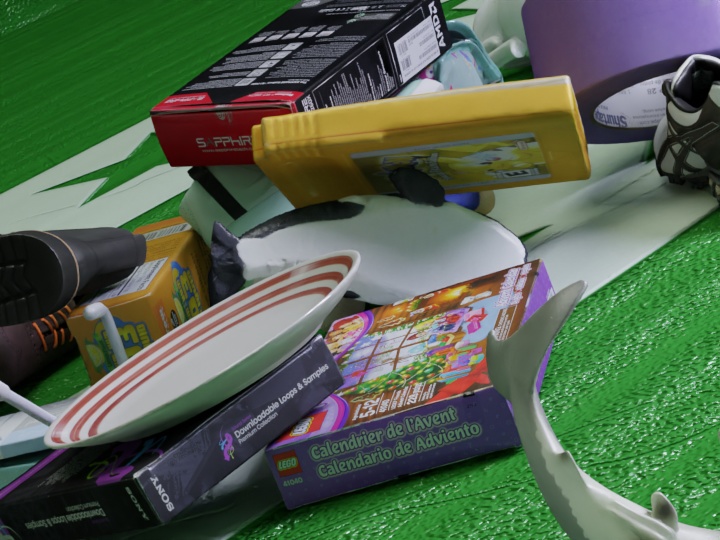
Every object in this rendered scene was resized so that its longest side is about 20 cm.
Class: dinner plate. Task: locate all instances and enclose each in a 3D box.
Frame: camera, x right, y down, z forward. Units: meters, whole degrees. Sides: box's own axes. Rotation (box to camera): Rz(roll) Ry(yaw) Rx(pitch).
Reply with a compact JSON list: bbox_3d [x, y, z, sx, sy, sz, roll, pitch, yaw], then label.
[{"bbox_3d":[-0.082,0.049,1.309,0.200,0.024,0.200,-28,9,5],"label":"dinner plate"}]

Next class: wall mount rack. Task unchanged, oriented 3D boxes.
[{"bbox_3d":[-0.230,0.082,1.466,0.199,0.075,0.174,-15,13,21],"label":"wall mount rack"}]

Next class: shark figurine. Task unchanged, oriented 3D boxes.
[{"bbox_3d":[0.121,0.107,0.943,0.128,0.214,0.090,-58,-11,-21],"label":"shark figurine"}]

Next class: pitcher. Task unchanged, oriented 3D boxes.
[{"bbox_3d":[0.152,-0.211,2.046,0.172,0.121,0.200,-46,11,-14],"label":"pitcher"}]

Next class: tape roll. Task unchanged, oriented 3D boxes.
[{"bbox_3d":[0.213,-0.156,1.625,0.199,0.085,0.200,-10,-13,-3],"label":"tape roll"}]

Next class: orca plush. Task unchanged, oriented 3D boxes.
[{"bbox_3d":[0.000,0.000,1.504,0.199,0.106,0.071,-15,-6,-14],"label":"orca plush"}]

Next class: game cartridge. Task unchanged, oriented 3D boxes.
[{"bbox_3d":[0.041,-0.075,1.511,0.199,0.033,0.176,-9,-11,8],"label":"game cartridge"}]

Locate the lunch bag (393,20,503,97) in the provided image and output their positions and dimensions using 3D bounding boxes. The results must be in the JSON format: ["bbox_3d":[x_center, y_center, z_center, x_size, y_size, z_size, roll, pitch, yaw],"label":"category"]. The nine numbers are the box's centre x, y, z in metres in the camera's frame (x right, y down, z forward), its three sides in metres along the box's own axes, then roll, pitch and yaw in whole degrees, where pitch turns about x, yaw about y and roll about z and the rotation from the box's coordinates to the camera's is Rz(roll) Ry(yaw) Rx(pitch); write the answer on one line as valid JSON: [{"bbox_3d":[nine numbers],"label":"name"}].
[{"bbox_3d":[0.017,-0.112,1.824,0.170,0.123,0.200,-14,11,17],"label":"lunch bag"}]

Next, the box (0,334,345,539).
[{"bbox_3d":[-0.114,0.098,1.326,0.143,0.036,0.200,-37,10,-33],"label":"box"}]

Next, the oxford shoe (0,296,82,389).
[{"bbox_3d":[-0.238,0.040,1.720,0.072,0.072,0.200,-13,15,7],"label":"oxford shoe"}]

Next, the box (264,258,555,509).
[{"bbox_3d":[0.034,0.060,1.340,0.136,0.039,0.200,-18,15,16],"label":"box"}]

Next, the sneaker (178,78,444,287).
[{"bbox_3d":[-0.038,-0.084,1.680,0.200,0.118,0.074,-46,-18,-12],"label":"sneaker"}]

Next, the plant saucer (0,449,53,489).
[{"bbox_3d":[-0.228,0.122,1.510,0.199,0.019,0.070,-11,17,34],"label":"plant saucer"}]

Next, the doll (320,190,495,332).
[{"bbox_3d":[0.020,-0.016,1.609,0.136,0.049,0.200,-18,14,36],"label":"doll"}]

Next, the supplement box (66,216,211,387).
[{"bbox_3d":[-0.142,0.022,1.661,0.068,0.067,0.200,-14,16,15],"label":"supplement box"}]

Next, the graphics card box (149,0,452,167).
[{"bbox_3d":[-0.038,-0.135,1.671,0.125,0.051,0.200,-1,28,35],"label":"graphics card box"}]

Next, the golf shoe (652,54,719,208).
[{"bbox_3d":[0.231,-0.101,1.551,0.077,0.095,0.200,-23,13,-6],"label":"golf shoe"}]

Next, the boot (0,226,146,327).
[{"bbox_3d":[-0.250,0.008,1.573,0.199,0.078,0.138,-1,7,22],"label":"boot"}]
